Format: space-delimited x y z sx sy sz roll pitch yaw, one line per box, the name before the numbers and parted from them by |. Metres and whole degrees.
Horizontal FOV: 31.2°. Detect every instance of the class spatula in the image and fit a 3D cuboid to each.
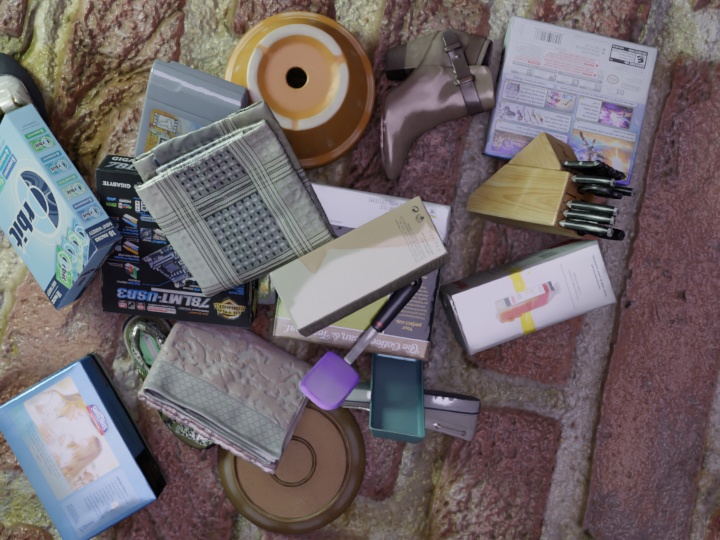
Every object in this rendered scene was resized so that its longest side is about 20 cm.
spatula | 0.008 0.083 1.563 0.056 0.021 0.200 41 90 1

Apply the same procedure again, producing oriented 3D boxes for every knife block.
knife block | 0.241 -0.072 1.599 0.200 0.064 0.177 -41 50 29

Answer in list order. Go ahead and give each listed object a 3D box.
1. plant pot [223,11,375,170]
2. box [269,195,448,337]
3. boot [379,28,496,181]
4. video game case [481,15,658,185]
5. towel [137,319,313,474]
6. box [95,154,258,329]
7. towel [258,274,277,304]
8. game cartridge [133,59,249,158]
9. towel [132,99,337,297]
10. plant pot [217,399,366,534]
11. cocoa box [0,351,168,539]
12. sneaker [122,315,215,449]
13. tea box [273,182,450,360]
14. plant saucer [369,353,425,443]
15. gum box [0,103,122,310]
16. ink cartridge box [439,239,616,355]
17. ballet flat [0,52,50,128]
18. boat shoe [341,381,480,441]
plant pot | -0.076 -0.231 1.603 0.197 0.183 0.203 0 91 -2
box | 0.000 -0.002 1.520 0.198 0.095 0.078 -27 82 -1
boot | 0.102 -0.215 1.657 0.144 0.070 0.203 0 81 11
video game case | 0.273 -0.220 1.687 0.197 0.045 0.184 12 91 -3
towel | -0.162 0.139 1.617 0.198 0.192 0.032 30 127 -7
box | -0.225 -0.033 1.592 0.197 0.050 0.201 6 120 6
towel | -0.194 -0.049 1.671 0.197 0.048 0.174 6 90 -2
game cartridge | -0.204 -0.155 1.564 0.132 0.201 0.042 22 46 0
towel | -0.150 -0.080 1.509 0.191 0.035 0.201 -21 112 19
plant pot | -0.090 0.249 1.693 0.197 0.027 0.203 0 92 -3
cocoa box | -0.351 0.224 1.629 0.132 0.131 0.202 -29 93 -1
sneaker | -0.247 0.146 1.652 0.076 0.089 0.201 -32 92 -1
tea box | 0.000 0.000 1.637 0.197 0.134 0.200 10 90 -2
plant saucer | 0.045 0.155 1.620 0.069 0.201 0.019 9 115 -3
gum box | -0.391 -0.075 1.593 0.044 0.170 0.201 -31 83 -40
ink cartridge box | 0.208 0.031 1.642 0.198 0.145 0.084 -19 94 -1
ballet flat | -0.432 -0.190 1.647 0.072 0.073 0.202 -25 92 -2
boat shoe | 0.056 0.189 1.679 0.197 0.071 0.071 8 93 -7
